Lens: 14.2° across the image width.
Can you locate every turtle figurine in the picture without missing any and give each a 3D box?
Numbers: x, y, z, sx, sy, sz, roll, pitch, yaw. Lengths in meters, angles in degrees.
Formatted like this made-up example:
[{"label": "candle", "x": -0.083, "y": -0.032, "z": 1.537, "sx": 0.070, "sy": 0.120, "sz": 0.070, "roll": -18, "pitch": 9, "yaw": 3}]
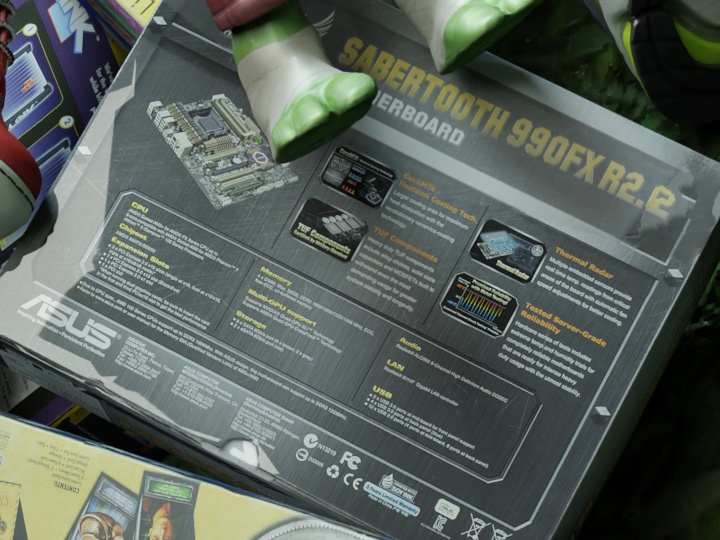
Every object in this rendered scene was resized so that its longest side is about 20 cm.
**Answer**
[{"label": "turtle figurine", "x": -0.025, "y": -0.147, "z": 0.866, "sx": 0.200, "sy": 0.144, "sz": 0.195, "roll": -34, "pitch": 86, "yaw": 34}]

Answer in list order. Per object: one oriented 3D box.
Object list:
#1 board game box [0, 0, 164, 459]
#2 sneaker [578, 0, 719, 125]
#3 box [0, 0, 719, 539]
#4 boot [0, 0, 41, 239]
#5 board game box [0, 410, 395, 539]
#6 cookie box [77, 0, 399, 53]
[{"label": "board game box", "x": -0.114, "y": -0.016, "z": 1.122, "sx": 0.165, "sy": 0.057, "sz": 0.201, "roll": -36, "pitch": 50, "yaw": 15}, {"label": "sneaker", "x": 0.078, "y": -0.143, "z": 0.958, "sx": 0.074, "sy": 0.201, "sz": 0.081, "roll": -28, "pitch": 34, "yaw": -13}, {"label": "box", "x": 0.000, "y": 0.000, "z": 0.929, "sx": 0.199, "sy": 0.048, "sz": 0.159, "roll": 26, "pitch": 75, "yaw": 12}, {"label": "boot", "x": -0.130, "y": -0.095, "z": 0.976, "sx": 0.144, "sy": 0.073, "sz": 0.200, "roll": -44, "pitch": 38, "yaw": -7}, {"label": "board game box", "x": -0.082, "y": 0.122, "z": 0.870, "sx": 0.199, "sy": 0.035, "sz": 0.136, "roll": 16, "pitch": 86, "yaw": 26}, {"label": "cookie box", "x": -0.018, "y": -0.157, "z": 1.069, "sx": 0.200, "sy": 0.075, "sz": 0.171, "roll": -41, "pitch": 53, "yaw": -6}]
